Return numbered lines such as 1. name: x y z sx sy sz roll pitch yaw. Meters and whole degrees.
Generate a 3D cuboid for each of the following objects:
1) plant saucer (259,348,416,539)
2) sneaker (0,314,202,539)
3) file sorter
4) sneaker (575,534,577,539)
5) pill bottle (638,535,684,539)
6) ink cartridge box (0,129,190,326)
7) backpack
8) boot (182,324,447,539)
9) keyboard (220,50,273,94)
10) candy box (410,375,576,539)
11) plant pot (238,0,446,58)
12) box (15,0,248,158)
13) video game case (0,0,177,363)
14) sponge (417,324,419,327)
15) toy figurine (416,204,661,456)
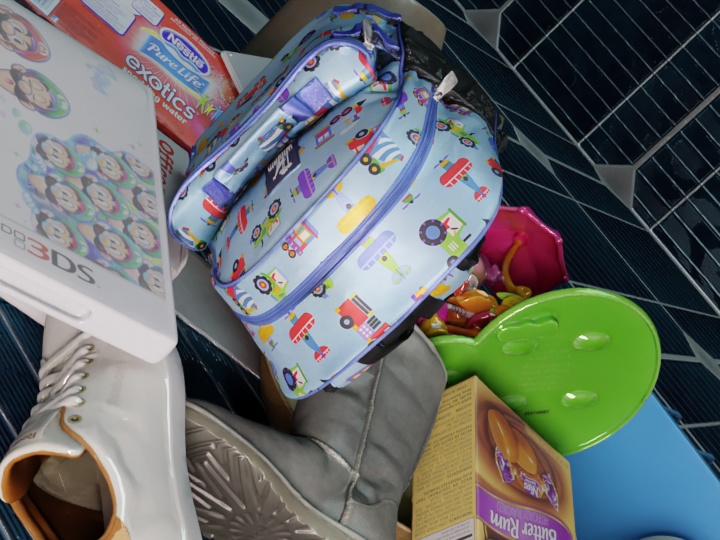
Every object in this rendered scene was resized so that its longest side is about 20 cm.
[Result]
1. plant saucer: -0.002 0.112 0.876 0.200 0.035 0.200 41 18 -17
2. sneaker: -0.130 0.069 0.610 0.085 0.073 0.201 33 24 -44
3. file sorter: 0.238 0.193 1.096 0.200 0.139 0.123 56 16 27
4. sneaker: 0.092 0.159 0.963 0.200 0.072 0.073 55 -14 40
5. pill bottle: 0.203 0.261 0.901 0.114 0.114 0.200 49 17 8
6. ink cartridge box: -0.198 -0.068 0.727 0.200 0.086 0.147 40 20 -25
7. backpack: -0.013 -0.036 0.691 0.134 0.182 0.200 43 19 -17
8. boot: -0.028 0.077 0.746 0.182 0.072 0.201 44 39 -21
9. keyboard: -0.021 -0.127 0.949 0.199 0.011 0.056 0 53 -51
10. candy box: 0.086 0.180 0.805 0.117 0.056 0.201 42 35 -32
11. plant pot: -0.019 -0.159 1.096 0.199 0.174 0.200 30 4 -2
12. box: -0.162 -0.119 0.866 0.200 0.095 0.100 41 39 -17
13. video game case: -0.170 -0.067 0.632 0.182 0.024 0.201 31 31 -37
14. sponge: 0.000 0.000 0.958 0.200 0.030 0.112 20 52 -54
15. toy figurine: 0.096 0.026 0.960 0.198 0.151 0.185 -4 36 -10
